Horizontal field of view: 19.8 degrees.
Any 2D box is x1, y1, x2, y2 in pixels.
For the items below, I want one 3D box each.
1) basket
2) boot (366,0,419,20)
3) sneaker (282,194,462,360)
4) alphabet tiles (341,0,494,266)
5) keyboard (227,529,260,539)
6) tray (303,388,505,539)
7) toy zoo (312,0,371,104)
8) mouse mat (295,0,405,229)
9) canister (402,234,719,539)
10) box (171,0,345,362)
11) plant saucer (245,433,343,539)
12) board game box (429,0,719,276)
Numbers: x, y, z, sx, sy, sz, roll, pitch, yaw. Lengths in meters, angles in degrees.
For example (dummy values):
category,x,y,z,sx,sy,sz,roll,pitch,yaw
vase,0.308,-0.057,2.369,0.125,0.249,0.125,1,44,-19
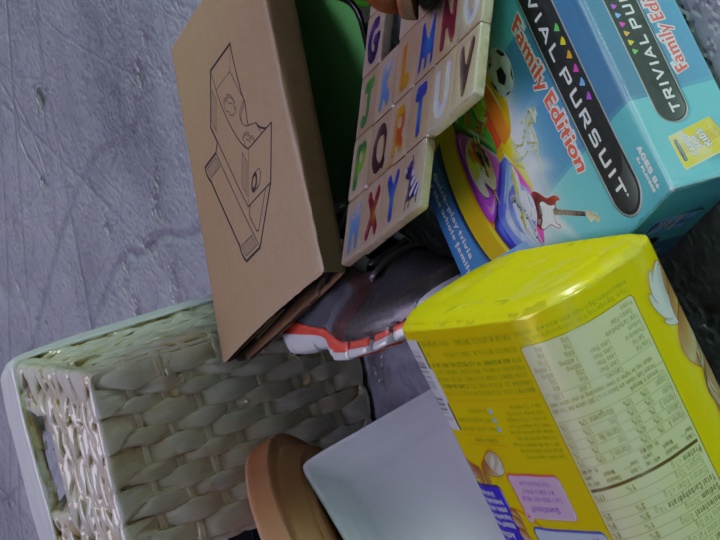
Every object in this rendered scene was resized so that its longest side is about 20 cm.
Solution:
category,x,y,z,sx,sy,sz,roll,pitch,yaw
basket,-0.100,0.095,1.272,0.123,0.199,0.137,1,105,60
boot,-0.051,-0.168,0.985,0.200,0.153,0.074,-108,16,-62
sneaker,0.000,0.000,1.125,0.200,0.077,0.083,-8,99,61
alphabet tiles,0.028,-0.102,0.978,0.200,0.007,0.169,143,135,-71
keyboard,-0.079,0.128,1.459,0.127,0.020,0.202,-139,39,-60
tray,0.059,0.153,1.080,0.200,0.107,0.022,56,171,35
toy zoo,-0.053,-0.191,1.206,0.201,0.020,0.131,65,154,20
mouse mat,-0.027,-0.076,1.193,0.161,0.007,0.201,25,132,51
canister,0.110,0.091,0.889,0.201,0.086,0.148,63,155,-9
box,-0.061,-0.067,1.160,0.163,0.021,0.202,138,125,-61
plant saucer,0.005,0.178,1.160,0.201,0.032,0.200,55,-169,-16
board game box,0.088,-0.064,0.946,0.152,0.047,0.200,67,155,16
